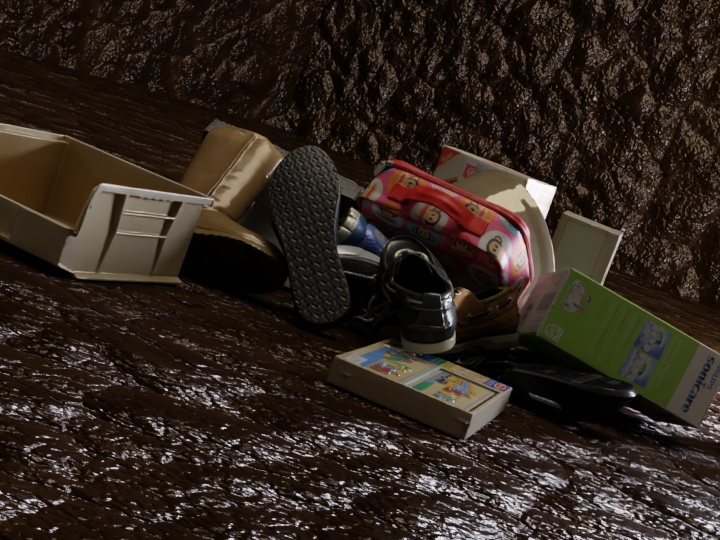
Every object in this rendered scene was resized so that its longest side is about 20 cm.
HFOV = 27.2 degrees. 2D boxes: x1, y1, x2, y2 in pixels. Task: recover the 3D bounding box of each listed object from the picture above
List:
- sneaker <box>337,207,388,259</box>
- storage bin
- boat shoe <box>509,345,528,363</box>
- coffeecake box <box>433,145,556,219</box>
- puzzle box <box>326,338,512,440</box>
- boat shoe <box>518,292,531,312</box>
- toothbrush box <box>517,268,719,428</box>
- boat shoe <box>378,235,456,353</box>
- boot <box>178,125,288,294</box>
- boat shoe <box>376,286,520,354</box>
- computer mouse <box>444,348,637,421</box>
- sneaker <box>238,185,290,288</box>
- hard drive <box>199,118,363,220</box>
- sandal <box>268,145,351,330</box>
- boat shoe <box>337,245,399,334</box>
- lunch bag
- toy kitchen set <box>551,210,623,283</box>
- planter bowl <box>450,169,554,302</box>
[{"bbox_3d":[0.000,0.000,1.682,0.089,0.079,0.200,36,-12,5],"label":"sneaker"},{"bbox_3d":[-0.285,-0.067,1.428,0.200,0.094,0.198,24,8,26],"label":"storage bin"},{"bbox_3d":[0.225,0.084,1.768,0.202,0.065,0.074,20,8,-5],"label":"boat shoe"},{"bbox_3d":[0.153,-0.048,2.004,0.153,0.200,0.073,26,10,40],"label":"coffeecake box"},{"bbox_3d":[0.059,0.104,1.355,0.133,0.025,0.200,22,8,13],"label":"puzzle box"},{"bbox_3d":[0.278,0.075,1.719,0.200,0.071,0.064,29,-37,-2],"label":"boat shoe"},{"bbox_3d":[0.276,0.084,1.607,0.200,0.086,0.146,29,-6,-5],"label":"toothbrush box"},{"bbox_3d":[0.058,0.008,1.484,0.072,0.068,0.200,-9,27,-3],"label":"boat shoe"},{"bbox_3d":[-0.126,-0.073,1.607,0.175,0.066,0.200,21,41,10],"label":"boot"},{"bbox_3d":[0.089,0.049,1.545,0.072,0.068,0.200,6,6,41],"label":"boat shoe"},{"bbox_3d":[0.195,0.120,1.538,0.200,0.046,0.140,11,7,25],"label":"computer mouse"},{"bbox_3d":[-0.121,-0.061,1.729,0.200,0.116,0.074,23,10,36],"label":"sneaker"},{"bbox_3d":[-0.105,-0.080,1.769,0.200,0.140,0.038,24,38,9],"label":"hard drive"},{"bbox_3d":[-0.053,-0.031,1.529,0.075,0.201,0.048,-5,-20,-3],"label":"sandal"},{"bbox_3d":[0.020,0.036,1.580,0.199,0.074,0.068,26,23,-31],"label":"boat shoe"},{"bbox_3d":[0.093,-0.040,1.662,0.200,0.082,0.176,26,-21,23],"label":"lunch bag"},{"bbox_3d":[0.324,0.029,1.974,0.163,0.181,0.200,23,12,12],"label":"toy kitchen set"},{"bbox_3d":[0.125,-0.015,1.838,0.135,0.201,0.200,-14,25,-28],"label":"planter bowl"}]
